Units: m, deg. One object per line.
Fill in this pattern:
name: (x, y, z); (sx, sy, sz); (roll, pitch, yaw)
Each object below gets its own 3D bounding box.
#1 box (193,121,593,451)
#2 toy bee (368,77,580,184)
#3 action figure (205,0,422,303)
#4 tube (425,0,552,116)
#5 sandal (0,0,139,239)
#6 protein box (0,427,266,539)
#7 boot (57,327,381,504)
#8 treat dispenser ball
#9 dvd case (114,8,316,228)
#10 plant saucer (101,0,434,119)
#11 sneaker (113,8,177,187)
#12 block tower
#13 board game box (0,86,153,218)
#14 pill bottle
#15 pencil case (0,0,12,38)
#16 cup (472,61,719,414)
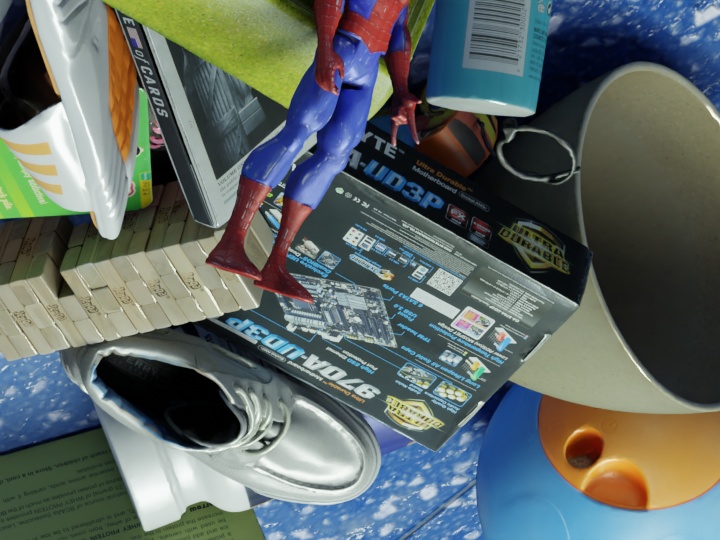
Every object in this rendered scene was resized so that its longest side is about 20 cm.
box: (0.000, 0.000, 1.434); (0.199, 0.046, 0.159); (28, 136, -12)
toy bee: (0.035, -0.064, 1.472); (0.199, 0.109, 0.131); (-1, 134, 17)
action figure: (-0.006, -0.086, 1.204); (0.065, 0.052, 0.201); (24, 84, -47)
tube: (0.068, -0.172, 1.216); (0.077, 0.050, 0.201); (10, 87, -39)
sandal: (-0.145, -0.097, 1.221); (0.059, 0.080, 0.207); (0, 143, 9)
protein box: (-0.153, 0.218, 1.616); (0.197, 0.201, 0.135); (-15, 144, -16)
boot: (-0.071, 0.084, 1.456); (0.199, 0.096, 0.074); (24, 97, -17)
treat dispenser ball: (0.174, 0.140, 1.726); (0.200, 0.201, 0.201); (-17, 145, -13)
dvd case: (-0.052, -0.143, 1.256); (0.150, 0.025, 0.201); (-42, 133, -29)
plant saucer: (-0.010, -0.179, 1.233); (0.200, 0.048, 0.201); (27, 84, -50)
sneaker: (-0.098, -0.094, 1.340); (0.079, 0.096, 0.201); (-19, 146, -15)
block tower: (-0.139, 0.001, 1.395); (0.199, 0.054, 0.058); (-13, 130, 23)
board game box: (-0.204, -0.062, 1.328); (0.199, 0.030, 0.096); (-1, 142, -3)
pill bottle: (-0.052, 0.072, 1.569); (0.199, 0.116, 0.116); (-21, 145, -6)
pencil case: (-0.184, -0.173, 1.188); (0.090, 0.083, 0.201); (25, 133, 1)
cup: (0.128, -0.004, 1.546); (0.143, 0.202, 0.200); (-17, 156, 38)
